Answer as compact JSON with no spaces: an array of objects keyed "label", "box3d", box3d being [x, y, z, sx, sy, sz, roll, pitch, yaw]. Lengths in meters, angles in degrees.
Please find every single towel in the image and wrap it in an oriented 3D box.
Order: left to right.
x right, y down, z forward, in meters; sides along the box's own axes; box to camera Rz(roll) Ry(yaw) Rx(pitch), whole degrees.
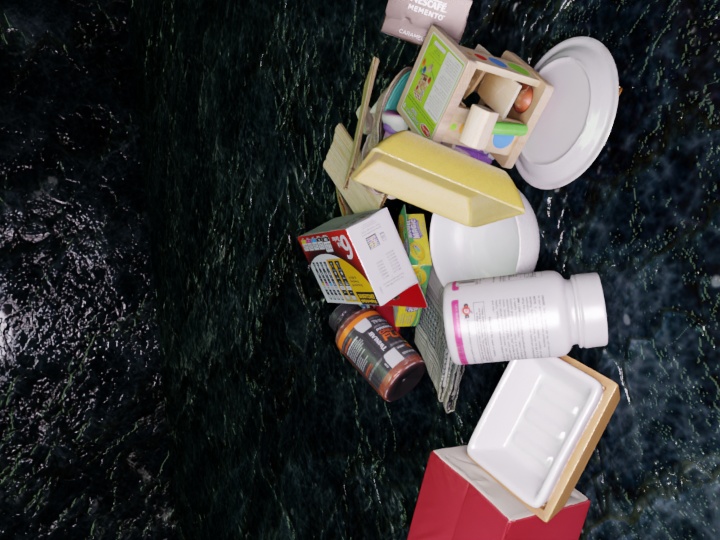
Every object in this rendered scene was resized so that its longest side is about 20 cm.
[{"label":"towel","box3d":[0.130,0.105,1.082,0.200,0.034,0.194,-111,24,-54]}]

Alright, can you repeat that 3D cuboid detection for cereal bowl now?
[{"label":"cereal bowl","box3d":[0.197,-0.046,0.977,0.200,0.083,0.202,14,106,56]}]

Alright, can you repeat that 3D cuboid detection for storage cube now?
[{"label":"storage cube","box3d":[0.196,0.376,0.941,0.171,0.199,0.181,32,114,52]}]

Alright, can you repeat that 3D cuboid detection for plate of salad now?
[{"label":"plate of salad","box3d":[0.273,-0.207,0.860,0.200,0.048,0.202,157,116,-62]}]

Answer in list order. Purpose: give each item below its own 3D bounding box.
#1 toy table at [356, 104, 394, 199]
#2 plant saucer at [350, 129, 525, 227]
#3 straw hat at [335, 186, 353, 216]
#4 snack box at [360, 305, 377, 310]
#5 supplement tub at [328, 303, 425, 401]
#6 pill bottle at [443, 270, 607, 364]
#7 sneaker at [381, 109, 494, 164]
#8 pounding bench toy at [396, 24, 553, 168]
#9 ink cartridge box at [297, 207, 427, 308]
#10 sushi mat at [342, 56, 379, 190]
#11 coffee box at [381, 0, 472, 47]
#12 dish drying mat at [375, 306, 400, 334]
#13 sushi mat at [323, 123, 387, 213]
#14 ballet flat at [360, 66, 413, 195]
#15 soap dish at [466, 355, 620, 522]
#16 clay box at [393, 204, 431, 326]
[{"label":"toy table","box3d":[0.071,-0.205,1.124,0.201,0.116,0.184,63,141,32]},{"label":"plant saucer","box3d":[0.098,-0.121,0.843,0.200,0.199,0.049,167,124,-80]},{"label":"straw hat","box3d":[0.020,-0.076,1.231,0.201,0.085,0.202,163,90,-86]},{"label":"snack box","box3d":[-0.012,0.009,1.366,0.072,0.024,0.201,-38,63,52]},{"label":"supplement tub","box3d":[0.024,0.145,1.223,0.200,0.107,0.107,44,131,30]},{"label":"pill bottle","box3d":[0.216,0.061,0.851,0.199,0.113,0.114,-7,88,16]},{"label":"sneaker","box3d":[0.112,-0.178,0.983,0.080,0.199,0.089,44,121,59]},{"label":"pounding bench toy","box3d":[0.168,-0.207,0.844,0.125,0.155,0.200,-65,31,32]},{"label":"ink cartridge box","box3d":[0.000,0.000,1.062,0.200,0.084,0.176,-3,114,63]},{"label":"sushi mat","box3d":[0.000,-0.237,1.052,0.096,0.012,0.201,129,153,-74]},{"label":"coffee box","box3d":[0.105,-0.394,0.954,0.200,0.114,0.080,-74,2,-58]},{"label":"dish drying mat","box3d":[0.056,0.059,1.274,0.077,0.018,0.202,16,109,55]},{"label":"sushi mat","box3d":[-0.012,-0.163,1.124,0.200,0.012,0.096,58,141,36]},{"label":"ballet flat","box3d":[0.037,-0.221,1.006,0.067,0.068,0.201,27,102,49]},{"label":"soap dish","box3d":[0.250,0.211,0.881,0.157,0.081,0.201,31,97,51]},{"label":"clay box","box3d":[0.086,-0.006,1.106,0.201,0.047,0.115,97,171,-51]}]
